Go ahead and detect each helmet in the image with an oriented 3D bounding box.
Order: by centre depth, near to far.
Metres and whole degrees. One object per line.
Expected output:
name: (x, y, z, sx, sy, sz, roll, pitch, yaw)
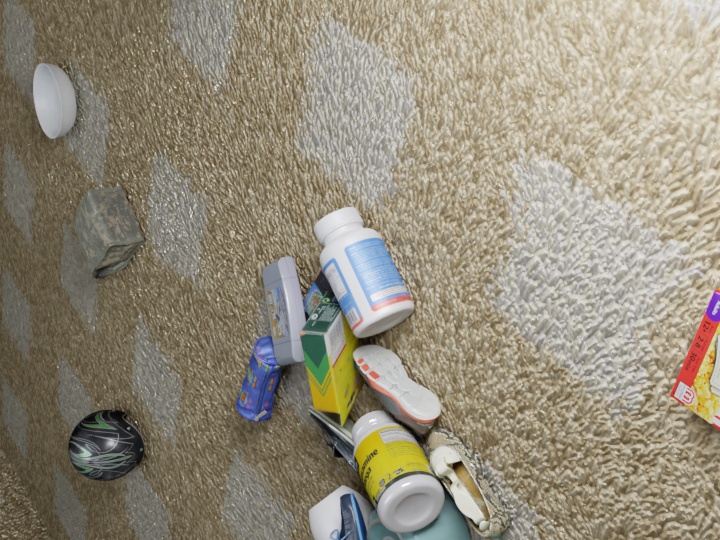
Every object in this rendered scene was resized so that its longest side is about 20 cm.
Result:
helmet: (-0.708, 0.491, 2.530, 0.191, 0.199, 0.201, -146, 52, -63)

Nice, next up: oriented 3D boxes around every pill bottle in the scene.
pill bottle: (0.000, 0.000, 1.507, 0.112, 0.112, 0.201, -43, 67, 49)
pill bottle: (0.054, 0.327, 1.510, 0.200, 0.112, 0.113, -122, 36, -55)

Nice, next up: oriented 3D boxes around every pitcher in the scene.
pitcher: (-0.014, 0.512, 1.696, 0.200, 0.121, 0.172, 54, 152, 10)

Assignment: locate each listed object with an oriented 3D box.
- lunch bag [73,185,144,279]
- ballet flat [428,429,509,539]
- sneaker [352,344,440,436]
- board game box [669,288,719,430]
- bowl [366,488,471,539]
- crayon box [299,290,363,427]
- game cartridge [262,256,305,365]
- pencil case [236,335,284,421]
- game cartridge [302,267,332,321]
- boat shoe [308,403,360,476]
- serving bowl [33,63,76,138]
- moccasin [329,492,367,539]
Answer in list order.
lunch bag: (-0.654, -0.091, 2.319, 0.200, 0.117, 0.165, -40, 71, 45)
ballet flat: (0.159, 0.334, 1.435, 0.068, 0.075, 0.200, -47, 61, 22)
sneaker: (0.051, 0.208, 1.541, 0.200, 0.077, 0.082, 44, 139, 36)
board game box: (0.460, 0.130, 1.005, 0.200, 0.046, 0.152, 38, 129, 39)
bowl: (0.084, 0.461, 1.550, 0.200, 0.105, 0.202, 20, 116, 49)
crayon box: (-0.045, 0.153, 1.564, 0.051, 0.127, 0.201, 4, 122, 20)
game cartridge: (-0.143, 0.079, 1.742, 0.133, 0.041, 0.201, 154, 108, -71)
pencil case: (-0.200, 0.228, 1.863, 0.087, 0.078, 0.201, -107, 28, -47)
game cartridge: (-0.053, 0.080, 1.667, 0.130, 0.038, 0.200, 53, 138, 21)
boat shoe: (-0.033, 0.312, 1.675, 0.200, 0.074, 0.062, 36, 102, 35)
serving bowl: (-0.815, -0.459, 2.453, 0.200, 0.066, 0.201, 19, 115, 48)
moccasin: (-0.019, 0.491, 1.576, 0.080, 0.068, 0.201, 45, -146, -79)
